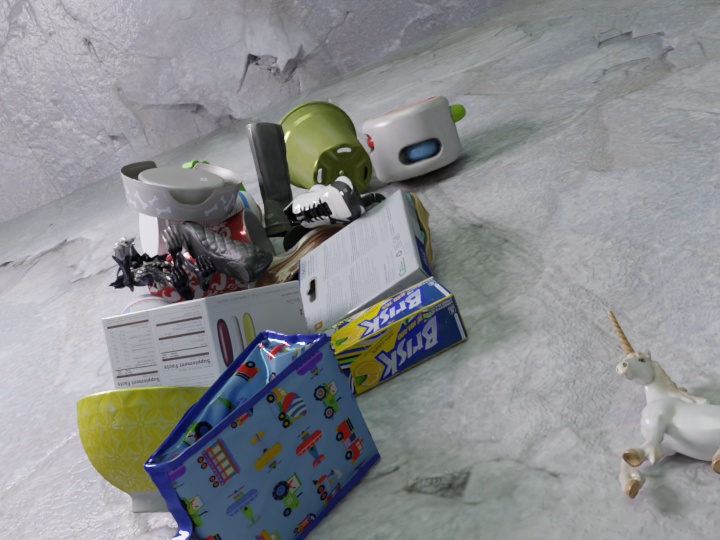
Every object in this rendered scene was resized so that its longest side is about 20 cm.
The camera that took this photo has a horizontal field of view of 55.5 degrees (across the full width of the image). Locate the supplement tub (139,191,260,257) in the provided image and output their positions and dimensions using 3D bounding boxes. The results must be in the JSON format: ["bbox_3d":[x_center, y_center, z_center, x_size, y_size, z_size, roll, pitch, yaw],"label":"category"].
[{"bbox_3d":[-0.300,-0.081,1.282,0.198,0.133,0.132,-7,14,-31],"label":"supplement tub"}]

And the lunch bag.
[{"bbox_3d":[-0.089,0.174,0.612,0.093,0.152,0.200,-2,31,40],"label":"lunch bag"}]

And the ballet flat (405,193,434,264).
[{"bbox_3d":[0.085,-0.039,1.008,0.068,0.063,0.201,-33,33,29],"label":"ballet flat"}]

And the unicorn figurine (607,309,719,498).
[{"bbox_3d":[0.257,0.121,0.532,0.199,0.074,0.137,19,36,37],"label":"unicorn figurine"}]

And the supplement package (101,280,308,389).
[{"bbox_3d":[-0.176,0.087,0.832,0.154,0.112,0.200,-11,1,25],"label":"supplement package"}]

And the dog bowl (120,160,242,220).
[{"bbox_3d":[-0.301,-0.136,1.154,0.198,0.059,0.200,7,20,-3],"label":"dog bowl"}]

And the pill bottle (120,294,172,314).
[{"bbox_3d":[-0.305,0.104,1.006,0.108,0.109,0.200,-28,23,-12],"label":"pill bottle"}]

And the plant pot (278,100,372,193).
[{"bbox_3d":[-0.067,-0.233,1.434,0.199,0.202,0.184,-27,35,-9],"label":"plant pot"}]

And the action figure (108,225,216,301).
[{"bbox_3d":[-0.317,-0.015,1.060,0.199,0.103,0.119,11,28,36],"label":"action figure"}]

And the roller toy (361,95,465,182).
[{"bbox_3d":[0.102,-0.254,1.359,0.199,0.141,0.182,-5,19,45],"label":"roller toy"}]

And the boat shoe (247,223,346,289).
[{"bbox_3d":[-0.084,-0.004,1.100,0.199,0.076,0.072,-35,58,-23],"label":"boat shoe"}]

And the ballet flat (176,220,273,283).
[{"bbox_3d":[-0.219,-0.032,1.077,0.199,0.067,0.057,26,44,32],"label":"ballet flat"}]

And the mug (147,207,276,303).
[{"bbox_3d":[-0.249,0.004,1.194,0.199,0.178,0.134,-24,60,6],"label":"mug"}]

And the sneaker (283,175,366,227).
[{"bbox_3d":[-0.058,-0.096,1.077,0.080,0.074,0.200,-31,11,-22],"label":"sneaker"}]

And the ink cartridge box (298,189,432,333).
[{"bbox_3d":[0.000,0.000,0.964,0.199,0.043,0.197,-34,33,20],"label":"ink cartridge box"}]

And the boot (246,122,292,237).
[{"bbox_3d":[-0.144,-0.165,1.262,0.072,0.202,0.182,-16,-3,15],"label":"boot"}]

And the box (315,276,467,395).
[{"bbox_3d":[0.021,0.085,0.810,0.199,0.065,0.070,-27,23,-7],"label":"box"}]

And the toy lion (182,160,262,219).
[{"bbox_3d":[-0.305,-0.144,1.423,0.068,0.193,0.200,-9,27,28],"label":"toy lion"}]

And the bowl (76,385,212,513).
[{"bbox_3d":[-0.187,0.188,0.696,0.198,0.200,0.109,-12,68,23],"label":"bowl"}]

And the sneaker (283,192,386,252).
[{"bbox_3d":[-0.044,-0.080,1.236,0.199,0.076,0.115,-24,9,-1],"label":"sneaker"}]
